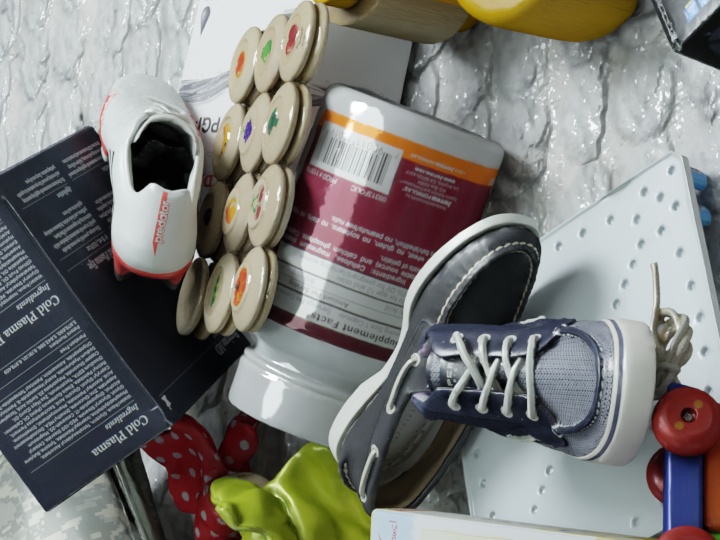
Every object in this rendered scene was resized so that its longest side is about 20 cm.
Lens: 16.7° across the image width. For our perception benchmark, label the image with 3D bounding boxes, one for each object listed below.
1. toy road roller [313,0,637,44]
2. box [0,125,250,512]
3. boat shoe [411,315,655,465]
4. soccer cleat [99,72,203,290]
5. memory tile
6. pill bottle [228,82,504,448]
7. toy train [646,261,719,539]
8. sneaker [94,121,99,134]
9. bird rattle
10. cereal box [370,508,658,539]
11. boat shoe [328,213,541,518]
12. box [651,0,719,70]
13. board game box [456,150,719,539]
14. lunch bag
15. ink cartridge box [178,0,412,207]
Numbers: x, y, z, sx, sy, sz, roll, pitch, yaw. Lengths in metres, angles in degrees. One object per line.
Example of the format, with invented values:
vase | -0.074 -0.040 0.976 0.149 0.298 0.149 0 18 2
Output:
toy road roller | 0.073 -0.180 1.433 0.200 0.123 0.146 -42 58 34
box | -0.182 0.025 1.533 0.104 0.200 0.182 -36 93 17
boat shoe | 0.082 0.058 1.238 0.200 0.093 0.075 145 130 -79
soccer cleat | -0.125 -0.074 1.518 0.200 0.069 0.085 -95 18 -51
memory tile | -0.067 -0.058 1.475 0.153 0.017 0.200 172 110 -69
pill bottle | 0.000 0.000 1.458 0.114 0.114 0.200 28 99 53
toy train | 0.197 0.085 1.182 0.085 0.116 0.200 82 -170 -63
sneaker | -0.189 -0.014 1.759 0.086 0.078 0.200 -13 59 63
bird rattle | -0.075 0.171 1.508 0.200 0.113 0.163 8 100 57
cereal box | 0.081 0.205 1.302 0.200 0.039 0.144 2 89 48
boat shoe | 0.047 0.057 1.366 0.200 0.074 0.060 -55 40 28
box | 0.231 -0.221 1.267 0.200 0.086 0.164 -44 45 34
board game box | 0.129 0.066 1.337 0.200 0.026 0.200 -35 51 40
lunch bag | -0.188 0.206 1.606 0.168 0.139 0.200 -50 41 20
ink cartridge box | -0.045 -0.121 1.589 0.146 0.083 0.200 4 80 53
